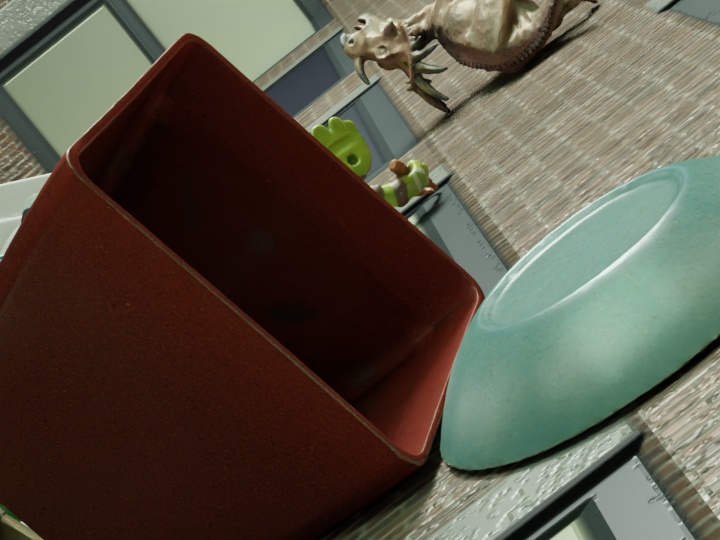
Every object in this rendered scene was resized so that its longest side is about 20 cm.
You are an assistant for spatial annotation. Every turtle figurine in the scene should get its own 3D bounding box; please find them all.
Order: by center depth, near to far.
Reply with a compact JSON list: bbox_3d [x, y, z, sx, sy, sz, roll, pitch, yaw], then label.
[{"bbox_3d":[-0.044,-0.037,1.340,0.200,0.065,0.161,-9,-14,-3],"label":"turtle figurine"}]

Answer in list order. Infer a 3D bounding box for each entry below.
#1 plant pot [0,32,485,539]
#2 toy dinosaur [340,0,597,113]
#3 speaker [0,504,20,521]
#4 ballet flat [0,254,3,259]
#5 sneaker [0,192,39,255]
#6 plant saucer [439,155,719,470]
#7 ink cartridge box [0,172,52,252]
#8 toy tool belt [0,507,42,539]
[{"bbox_3d":[-0.084,0.039,0.998,0.176,0.200,0.200,-46,7,24],"label":"plant pot"},{"bbox_3d":[0.091,-0.179,1.598,0.200,0.086,0.136,8,56,53],"label":"toy dinosaur"},{"bbox_3d":[-0.173,0.073,1.394,0.200,0.088,0.088,-45,13,-32],"label":"speaker"},{"bbox_3d":[-0.140,0.020,1.279,0.200,0.067,0.067,-5,-19,2],"label":"ballet flat"},{"bbox_3d":[-0.137,0.018,1.346,0.076,0.200,0.081,79,-151,-59],"label":"sneaker"},{"bbox_3d":[0.103,0.005,0.889,0.201,0.039,0.201,-37,11,9],"label":"plant saucer"},{"bbox_3d":[-0.303,0.009,1.830,0.147,0.145,0.200,-17,-3,-32],"label":"ink cartridge box"},{"bbox_3d":[-0.279,0.189,1.219,0.200,0.123,0.125,-44,3,10],"label":"toy tool belt"}]
